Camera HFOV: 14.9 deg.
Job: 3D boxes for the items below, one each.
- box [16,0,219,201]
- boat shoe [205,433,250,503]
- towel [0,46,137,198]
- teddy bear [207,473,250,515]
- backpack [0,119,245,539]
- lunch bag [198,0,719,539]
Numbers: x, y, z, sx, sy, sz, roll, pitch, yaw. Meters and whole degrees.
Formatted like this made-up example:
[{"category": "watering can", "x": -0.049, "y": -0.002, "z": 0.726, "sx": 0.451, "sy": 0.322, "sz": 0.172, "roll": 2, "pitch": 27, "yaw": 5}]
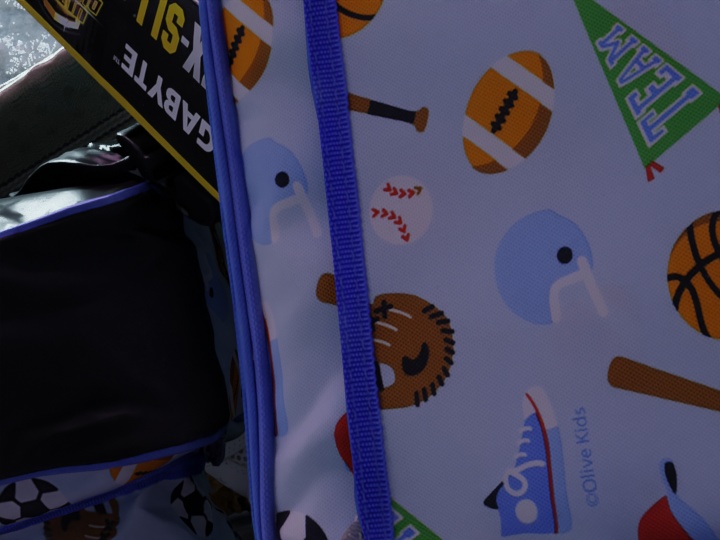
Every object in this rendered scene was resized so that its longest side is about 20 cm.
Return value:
[{"category": "box", "x": 0.006, "y": -0.093, "z": 0.765, "sx": 0.199, "sy": 0.050, "sz": 0.160, "roll": -16, "pitch": 45, "yaw": -38}, {"category": "boat shoe", "x": 0.000, "y": 0.000, "z": 0.917, "sx": 0.200, "sy": 0.069, "sz": 0.071, "roll": -55, "pitch": 18, "yaw": 24}, {"category": "towel", "x": -0.110, "y": 0.007, "z": 0.946, "sx": 0.199, "sy": 0.193, "sz": 0.035, "roll": -32, "pitch": 48, "yaw": -5}, {"category": "teddy bear", "x": -0.019, "y": 0.049, "z": 1.106, "sx": 0.144, "sy": 0.067, "sz": 0.200, "roll": -14, "pitch": 1, "yaw": 31}, {"category": "backpack", "x": -0.110, "y": 0.038, "z": 0.794, "sx": 0.199, "sy": 0.155, "sz": 0.191, "roll": -11, "pitch": 7, "yaw": 5}, {"category": "lunch bag", "x": 0.040, "y": -0.009, "z": 0.595, "sx": 0.159, "sy": 0.201, "sz": 0.075, "roll": -8, "pitch": -8, "yaw": 25}]
